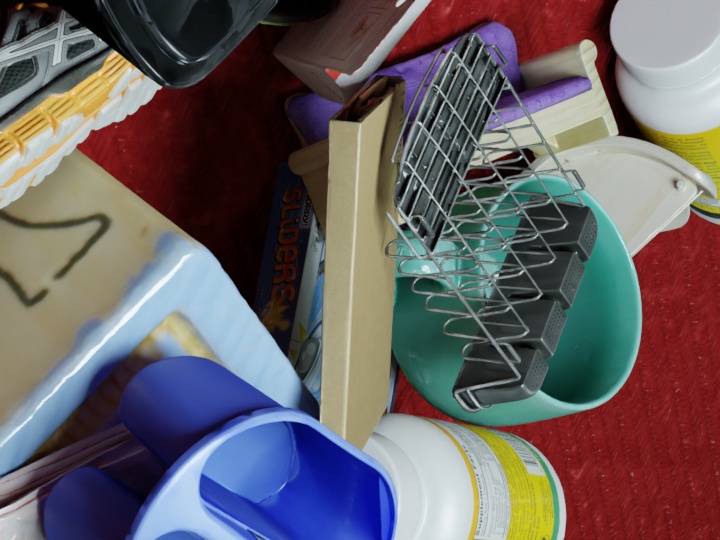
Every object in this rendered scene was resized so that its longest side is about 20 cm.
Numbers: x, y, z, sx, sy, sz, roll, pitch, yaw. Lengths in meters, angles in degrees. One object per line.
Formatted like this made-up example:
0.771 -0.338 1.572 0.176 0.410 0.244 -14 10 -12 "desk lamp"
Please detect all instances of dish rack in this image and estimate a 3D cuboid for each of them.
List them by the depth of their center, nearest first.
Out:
0.068 -0.031 1.547 0.200 0.054 0.154 54 46 -39 "dish rack"

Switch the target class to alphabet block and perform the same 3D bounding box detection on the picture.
-0.175 0.053 1.459 0.195 0.200 0.196 -44 142 -12 "alphabet block"

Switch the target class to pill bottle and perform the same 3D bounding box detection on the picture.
0.036 0.146 1.629 0.113 0.113 0.200 -60 151 8 "pill bottle"
0.244 -0.123 1.851 0.112 0.112 0.200 -49 143 -6 "pill bottle"

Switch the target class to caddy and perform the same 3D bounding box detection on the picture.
-0.062 0.132 1.341 0.142 0.105 0.200 -54 143 -1 "caddy"

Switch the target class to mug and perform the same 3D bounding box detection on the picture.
0.079 0.012 1.697 0.185 0.114 0.152 50 50 -22 "mug"

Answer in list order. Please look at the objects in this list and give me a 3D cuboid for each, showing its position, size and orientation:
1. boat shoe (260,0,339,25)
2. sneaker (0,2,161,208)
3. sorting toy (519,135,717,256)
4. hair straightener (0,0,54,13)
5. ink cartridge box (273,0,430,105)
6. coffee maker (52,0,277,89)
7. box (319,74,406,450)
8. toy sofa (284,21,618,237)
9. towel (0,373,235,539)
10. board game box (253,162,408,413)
-0.087 -0.185 1.483 0.201 0.061 0.072 12 109 -51 "boat shoe"
-0.153 -0.112 1.390 0.200 0.077 0.078 -39 168 -39 "sneaker"
0.159 -0.014 1.864 0.200 0.107 0.180 -44 158 9 "sorting toy"
-0.225 -0.121 1.404 0.200 0.041 0.077 -31 146 -20 "hair straightener"
0.034 -0.167 1.530 0.050 0.200 0.161 39 87 -19 "ink cartridge box"
-0.141 -0.174 1.315 0.135 0.200 0.192 18 104 -51 "coffee maker"
0.000 0.000 1.500 0.163 0.021 0.201 -53 147 -74 "box"
0.056 -0.095 1.658 0.200 0.083 0.098 -23 94 -35 "toy sofa"
-0.134 0.170 1.404 0.191 0.032 0.200 -24 134 -33 "towel"
-0.021 0.049 1.682 0.135 0.034 0.200 35 59 -54 "board game box"
